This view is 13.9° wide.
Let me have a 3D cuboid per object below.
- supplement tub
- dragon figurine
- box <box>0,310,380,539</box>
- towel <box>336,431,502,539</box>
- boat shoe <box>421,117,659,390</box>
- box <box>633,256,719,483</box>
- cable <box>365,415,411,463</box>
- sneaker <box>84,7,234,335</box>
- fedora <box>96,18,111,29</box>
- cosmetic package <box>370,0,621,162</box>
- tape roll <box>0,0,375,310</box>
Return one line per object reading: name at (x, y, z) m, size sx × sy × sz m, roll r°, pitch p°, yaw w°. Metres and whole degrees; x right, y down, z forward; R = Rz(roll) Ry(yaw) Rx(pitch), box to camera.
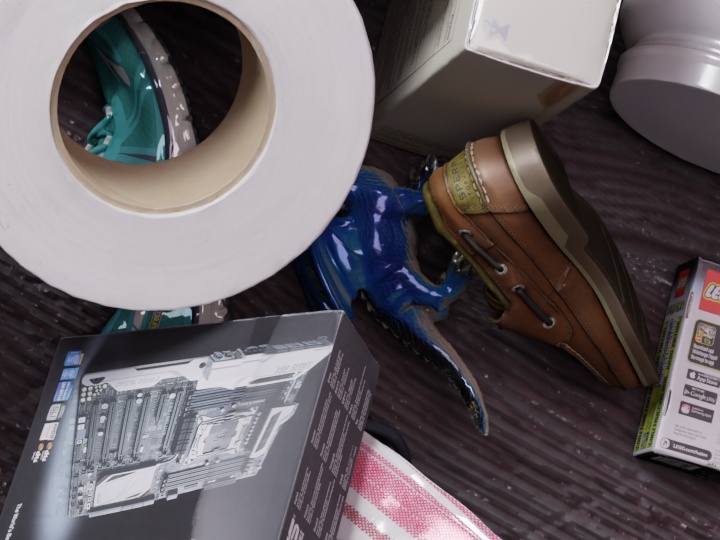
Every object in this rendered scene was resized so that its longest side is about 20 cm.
supplement tub at (0.223, -0.159, 1.552) m, size 0.144 × 0.145 × 0.200 m, roll 25°, pitch 77°, yaw -9°
dragon figurine at (0.000, 0.000, 1.517) m, size 0.099 × 0.059 × 0.201 m, roll -14°, pitch 84°, yaw -15°
box at (-0.089, 0.116, 1.356) m, size 0.050 × 0.157 × 0.200 m, roll 57°, pitch 37°, yaw -42°
towel at (-0.032, 0.171, 1.350) m, size 0.200 × 0.030 × 0.146 m, roll -44°, pitch 54°, yaw -13°
boat shoe at (0.093, -0.001, 1.504) m, size 0.068 × 0.200 × 0.072 m, roll -24°, pitch 44°, yaw 12°
box at (0.255, 0.074, 1.580) m, size 0.199 × 0.035 × 0.110 m, roll 17°, pitch 78°, yaw -11°
cable at (-0.063, 0.128, 1.486) m, size 0.200 × 0.051 × 0.164 m, roll 23°, pitch 77°, yaw -10°
sneaker at (-0.116, -0.043, 1.478) m, size 0.079 × 0.078 × 0.201 m, roll -10°, pitch 71°, yaw -5°
fedora at (-0.167, -0.182, 1.466) m, size 0.200 × 0.177 × 0.090 m, roll 31°, pitch 115°, yaw 4°
cosmetic package at (0.067, -0.125, 1.479) m, size 0.071 × 0.200 × 0.106 m, roll 16°, pitch 79°, yaw -12°
tape roll at (-0.096, -0.087, 1.370) m, size 0.202 × 0.071 × 0.203 m, roll -4°, pitch 111°, yaw -12°
